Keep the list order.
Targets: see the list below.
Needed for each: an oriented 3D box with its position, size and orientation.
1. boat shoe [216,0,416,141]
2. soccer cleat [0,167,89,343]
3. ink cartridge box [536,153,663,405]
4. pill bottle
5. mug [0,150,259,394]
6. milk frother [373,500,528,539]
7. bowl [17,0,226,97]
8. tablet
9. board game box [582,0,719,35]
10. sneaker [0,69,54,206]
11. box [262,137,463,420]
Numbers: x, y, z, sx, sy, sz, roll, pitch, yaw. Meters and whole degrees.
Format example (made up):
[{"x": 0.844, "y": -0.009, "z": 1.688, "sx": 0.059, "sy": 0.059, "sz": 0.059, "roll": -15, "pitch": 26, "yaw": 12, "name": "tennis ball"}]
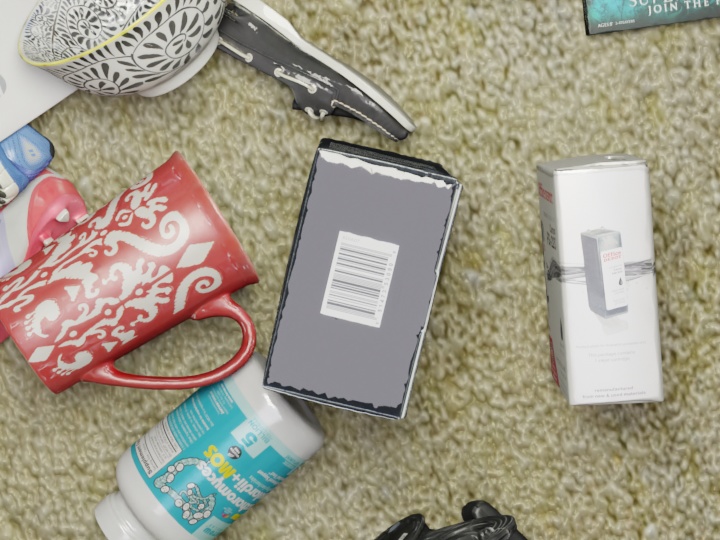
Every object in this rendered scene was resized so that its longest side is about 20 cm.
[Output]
[{"x": -0.043, "y": -0.166, "z": 1.366, "sx": 0.200, "sy": 0.074, "sz": 0.060, "roll": 36, "pitch": 95, "yaw": -1, "name": "boat shoe"}, {"x": -0.318, "y": -0.003, "z": 1.396, "sx": 0.076, "sy": 0.067, "sz": 0.200, "roll": 45, "pitch": 103, "yaw": 29, "name": "soccer cleat"}, {"x": 0.204, "y": 0.004, "z": 1.350, "sx": 0.084, "sy": 0.146, "sz": 0.201, "roll": -3, "pitch": 96, "yaw": 1, "name": "ink cartridge box"}, {"x": -0.137, "y": 0.171, "z": 1.385, "sx": 0.200, "sy": 0.111, "sz": 0.111, "roll": -40, "pitch": 95, "yaw": 4, "name": "pill bottle"}, {"x": -0.193, "y": 0.021, "z": 1.327, "sx": 0.200, "sy": 0.134, "sz": 0.178, "roll": -32, "pitch": 59, "yaw": -6, "name": "mug"}, {"x": 0.097, "y": 0.305, "z": 1.358, "sx": 0.180, "sy": 0.200, "sz": 0.188, "roll": -43, "pitch": 95, "yaw": 0, "name": "milk frother"}, {"x": -0.181, "y": -0.210, "z": 1.325, "sx": 0.200, "sy": 0.201, "sz": 0.094, "roll": -35, "pitch": 124, "yaw": 4, "name": "bowl"}, {"x": -0.329, "y": -0.170, "z": 1.333, "sx": 0.130, "sy": 0.014, "sz": 0.200, "roll": 48, "pitch": 60, "yaw": 3, "name": "tablet"}, {"x": 0.289, "y": -0.286, "z": 1.376, "sx": 0.199, "sy": 0.028, "sz": 0.136, "roll": -8, "pitch": 97, "yaw": 1, "name": "board game box"}, {"x": -0.343, "y": -0.150, "z": 1.373, "sx": 0.089, "sy": 0.079, "sz": 0.200, "roll": -37, "pitch": 82, "yaw": -31, "name": "sneaker"}, {"x": 0.000, "y": 0.000, "z": 1.323, "sx": 0.123, "sy": 0.197, "sz": 0.201, "roll": 13, "pitch": 96, "yaw": -1, "name": "box"}]
